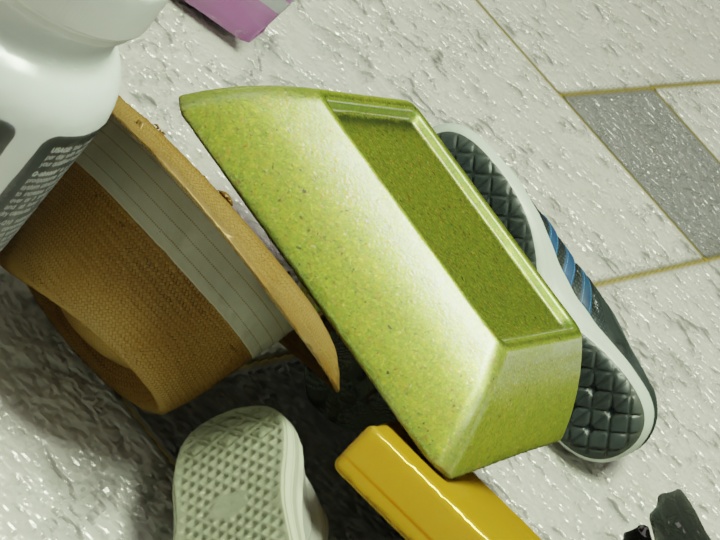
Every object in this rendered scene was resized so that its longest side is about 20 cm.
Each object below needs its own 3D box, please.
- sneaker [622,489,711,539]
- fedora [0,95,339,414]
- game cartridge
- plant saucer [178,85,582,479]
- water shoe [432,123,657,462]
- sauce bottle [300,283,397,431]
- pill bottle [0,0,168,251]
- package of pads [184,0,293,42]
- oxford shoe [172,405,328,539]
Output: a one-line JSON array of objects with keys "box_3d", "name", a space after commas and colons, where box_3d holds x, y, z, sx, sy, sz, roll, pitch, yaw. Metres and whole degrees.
[{"box_3d": [0.191, 0.199, 1.239, 0.200, 0.060, 0.104, 45, 30, 13], "name": "sneaker"}, {"box_3d": [-0.095, -0.001, 1.085, 0.201, 0.082, 0.201, 46, -8, 9], "name": "fedora"}, {"box_3d": [0.067, 0.135, 1.113, 0.176, 0.032, 0.200, 44, 4, 7], "name": "game cartridge"}, {"box_3d": [0.025, -0.010, 1.161, 0.200, 0.048, 0.200, 54, 16, 10], "name": "plant saucer"}, {"box_3d": [0.087, 0.014, 1.376, 0.200, 0.071, 0.079, 59, 14, 5], "name": "water shoe"}, {"box_3d": [0.000, 0.000, 1.276, 0.065, 0.065, 0.200, 32, 24, -20], "name": "sauce bottle"}, {"box_3d": [-0.163, -0.067, 0.991, 0.116, 0.200, 0.117, 33, 27, -19], "name": "pill bottle"}, {"box_3d": [-0.113, -0.226, 1.455, 0.200, 0.076, 0.121, 36, 23, -12], "name": "package of pads"}, {"box_3d": [-0.048, 0.130, 1.011, 0.200, 0.075, 0.058, -83, 157, -58], "name": "oxford shoe"}]
